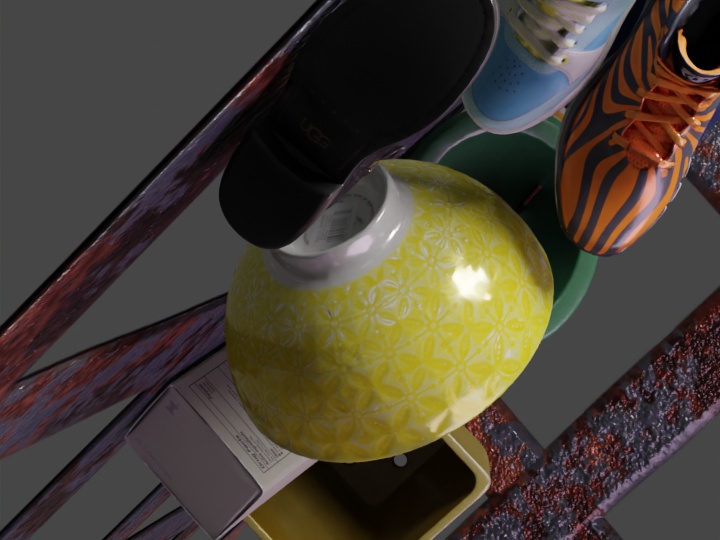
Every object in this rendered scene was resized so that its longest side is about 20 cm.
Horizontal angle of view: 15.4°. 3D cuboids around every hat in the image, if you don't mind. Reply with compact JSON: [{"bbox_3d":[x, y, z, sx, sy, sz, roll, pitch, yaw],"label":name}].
[{"bbox_3d":[0.062,-0.028,1.896,0.164,0.202,0.176,4,-172,-23],"label":"hat"}]

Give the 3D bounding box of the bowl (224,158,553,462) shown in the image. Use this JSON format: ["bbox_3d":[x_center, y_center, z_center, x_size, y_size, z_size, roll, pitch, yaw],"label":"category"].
[{"bbox_3d":[0.000,0.000,1.524,0.200,0.200,0.108,-41,131,-13],"label":"bowl"}]

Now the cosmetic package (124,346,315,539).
[{"bbox_3d":[-0.066,0.099,1.923,0.073,0.104,0.200,-46,172,38],"label":"cosmetic package"}]

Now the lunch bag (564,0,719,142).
[{"bbox_3d":[0.173,-0.144,1.589,0.132,0.136,0.200,-43,173,2],"label":"lunch bag"}]

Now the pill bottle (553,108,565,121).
[{"bbox_3d":[0.102,-0.032,2.036,0.200,0.112,0.112,-41,174,-14],"label":"pill bottle"}]

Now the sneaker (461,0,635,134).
[{"bbox_3d":[0.104,-0.150,1.407,0.201,0.079,0.130,-55,172,21],"label":"sneaker"}]

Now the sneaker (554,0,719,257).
[{"bbox_3d":[0.164,-0.097,1.443,0.112,0.077,0.201,-92,-155,-80],"label":"sneaker"}]

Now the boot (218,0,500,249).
[{"bbox_3d":[0.019,-0.102,1.313,0.200,0.069,0.174,-42,-179,34],"label":"boot"}]

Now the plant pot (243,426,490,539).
[{"bbox_3d":[0.000,0.167,2.463,0.195,0.194,0.200,-43,180,13],"label":"plant pot"}]
